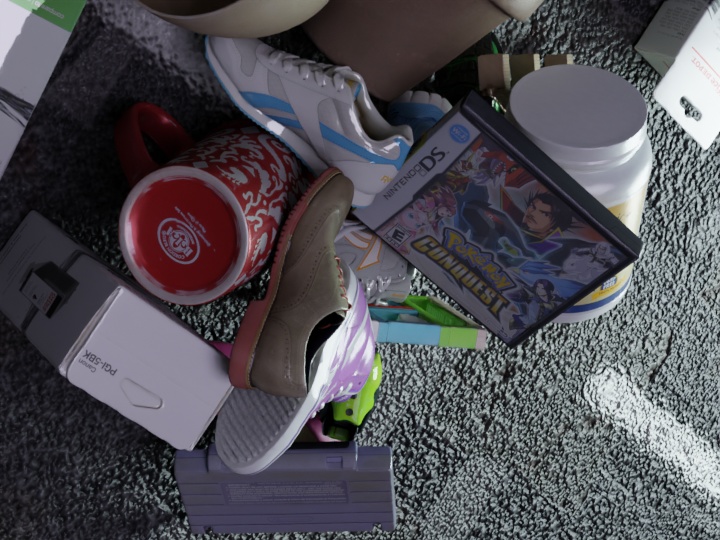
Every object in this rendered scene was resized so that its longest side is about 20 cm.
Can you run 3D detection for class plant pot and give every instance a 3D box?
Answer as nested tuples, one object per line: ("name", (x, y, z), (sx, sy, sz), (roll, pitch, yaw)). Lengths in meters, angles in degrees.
("plant pot", (-0.084, -0.269, 1.258), (0.202, 0.199, 0.134), (-59, 148, 1))
("plant pot", (0.039, -0.249, 1.352), (0.199, 0.201, 0.175), (32, 109, -37))

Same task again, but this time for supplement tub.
("supplement tub", (0.185, -0.069, 1.410), (0.143, 0.144, 0.202), (-23, 137, -24))

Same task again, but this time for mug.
("mug", (-0.135, -0.051, 1.282), (0.175, 0.200, 0.135), (15, 105, 8))

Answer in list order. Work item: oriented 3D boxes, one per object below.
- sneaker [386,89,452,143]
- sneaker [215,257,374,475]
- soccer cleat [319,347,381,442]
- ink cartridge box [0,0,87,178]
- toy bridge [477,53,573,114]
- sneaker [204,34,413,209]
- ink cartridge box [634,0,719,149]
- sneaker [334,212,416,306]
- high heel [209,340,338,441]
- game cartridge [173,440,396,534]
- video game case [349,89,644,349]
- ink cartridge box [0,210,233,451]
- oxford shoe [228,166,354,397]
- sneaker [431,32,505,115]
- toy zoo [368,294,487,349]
("sneaker", (0.054, -0.071, 1.445), (0.201, 0.077, 0.091), (68, 32, -49))
("sneaker", (-0.041, 0.101, 1.293), (0.201, 0.072, 0.115), (-58, 146, -26))
("soccer cleat", (-0.016, 0.120, 1.451), (0.067, 0.200, 0.082), (13, 78, 0))
("ink cartridge box", (-0.297, -0.158, 1.173), (0.084, 0.146, 0.202), (25, 93, -36))
("toy bridge", (0.157, -0.170, 1.469), (0.199, 0.027, 0.068), (-16, 103, -62))
("sneaker", (-0.044, -0.147, 1.313), (0.200, 0.077, 0.081), (41, 115, -5))
("ink cartridge box", (0.364, -0.242, 1.621), (0.116, 0.068, 0.201), (36, 87, -37))
("sneaker", (0.000, 0.000, 1.405), (0.076, 0.092, 0.200), (-51, 174, 35))
("high heel", (-0.095, 0.128, 1.442), (0.199, 0.096, 0.068), (23, 110, -37))
("game cartridge", (-0.067, 0.201, 1.445), (0.197, 0.039, 0.130), (-1, 140, 2))
("video game case", (0.114, -0.038, 1.352), (0.200, 0.181, 0.026), (40, 46, -9))
("ink cartridge box", (-0.206, 0.047, 1.278), (0.146, 0.200, 0.083), (38, 86, -37))
("oxford shoe", (-0.036, 0.012, 1.248), (0.071, 0.074, 0.202), (70, 38, -65))
("sneaker", (0.123, -0.138, 1.511), (0.085, 0.078, 0.202), (-30, 125, -38))
("toy zoo", (0.001, 0.041, 1.439), (0.198, 0.131, 0.021), (5, 101, -20))
